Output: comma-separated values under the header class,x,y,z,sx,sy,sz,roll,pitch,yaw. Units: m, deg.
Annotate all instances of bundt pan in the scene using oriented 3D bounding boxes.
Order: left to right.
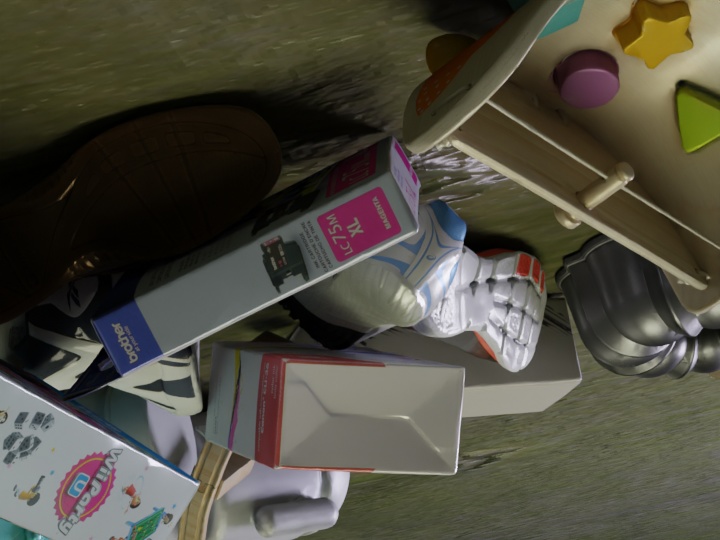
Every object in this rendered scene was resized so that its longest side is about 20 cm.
class,x,y,z,sx,sy,sz,roll,pitch,yaw
bundt pan,0.241,0.021,1.146,0.200,0.076,0.202,-9,160,-3

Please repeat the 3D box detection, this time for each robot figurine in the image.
class,x,y,z,sx,sy,sz,roll,pitch,yaw
robot figurine,-0.091,0.163,1.307,0.199,0.114,0.169,-8,-152,-37

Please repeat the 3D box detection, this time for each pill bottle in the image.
class,x,y,z,sx,sy,sz,roll,pitch,yaw
pill bottle,-0.227,0.138,1.196,0.199,0.115,0.114,-13,160,12

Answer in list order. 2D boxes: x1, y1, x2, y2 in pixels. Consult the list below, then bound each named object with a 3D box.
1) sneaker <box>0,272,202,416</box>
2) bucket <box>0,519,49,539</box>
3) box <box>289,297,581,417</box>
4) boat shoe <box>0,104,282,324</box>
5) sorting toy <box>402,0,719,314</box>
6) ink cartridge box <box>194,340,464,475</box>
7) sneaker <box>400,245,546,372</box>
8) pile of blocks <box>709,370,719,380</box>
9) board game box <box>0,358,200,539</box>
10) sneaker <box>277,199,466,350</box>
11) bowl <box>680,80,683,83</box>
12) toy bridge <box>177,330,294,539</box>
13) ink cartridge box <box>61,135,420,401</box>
class,x,y,z,sx,sy,sz,roll,pitch,yaw
sneaker,-0.167,0.043,1.019,0.128,0.080,0.199,-3,165,0
bucket,-0.284,0.142,1.040,0.206,0.136,0.207,-23,-166,6
box,0.052,0.067,1.195,0.198,0.069,0.082,-2,160,-20
boat shoe,-0.127,-0.033,0.861,0.199,0.072,0.072,-27,-173,16
sorting toy,0.142,-0.100,0.744,0.199,0.107,0.180,27,126,-35
ink cartridge box,-0.027,0.082,1.030,0.116,0.068,0.200,4,179,-20
sneaker,0.058,0.013,1.083,0.081,0.078,0.200,11,172,32
pile of blocks,0.375,0.043,1.317,0.199,0.082,0.062,-11,-155,33
board game box,-0.195,0.076,0.836,0.147,0.065,0.200,26,171,32
sneaker,0.000,0.000,0.967,0.073,0.072,0.200,-46,-165,-22
bowl,0.209,-0.077,0.911,0.199,0.040,0.201,-8,161,-3
toy bridge,-0.100,0.142,1.174,0.027,0.201,0.067,25,-161,12
ink cartridge box,-0.064,-0.003,0.851,0.199,0.042,0.119,-29,-170,8
